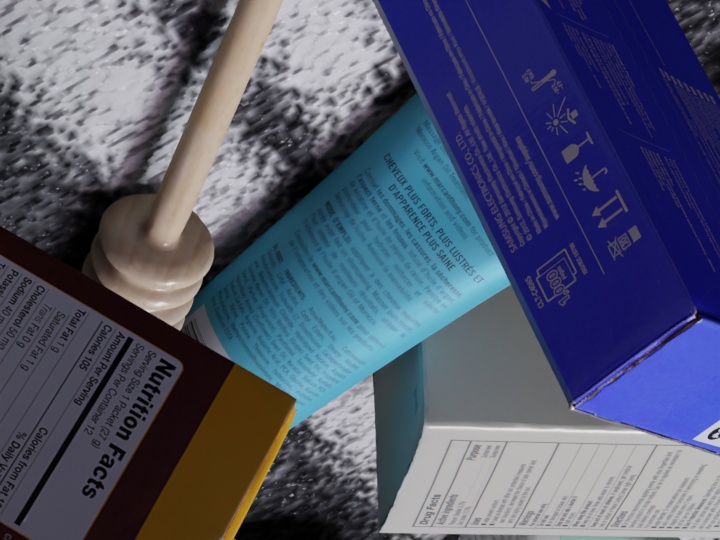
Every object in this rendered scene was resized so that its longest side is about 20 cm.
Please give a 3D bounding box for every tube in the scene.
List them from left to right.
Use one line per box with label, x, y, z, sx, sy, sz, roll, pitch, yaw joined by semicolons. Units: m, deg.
tube;0.000;0.000;0.967;0.200;0.078;0.050;-37;-175;26

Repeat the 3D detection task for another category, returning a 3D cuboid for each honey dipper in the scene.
honey dipper;-0.046;-0.045;0.886;0.038;0.038;0.200;-7;144;-29

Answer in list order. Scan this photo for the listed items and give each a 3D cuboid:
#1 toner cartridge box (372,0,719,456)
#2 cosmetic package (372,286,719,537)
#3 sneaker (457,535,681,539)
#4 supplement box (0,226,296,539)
toner cartridge box;0.055;-0.048;0.788;0.043;0.200;0.095;-37;148;22
cosmetic package;0.109;0.044;1.038;0.199;0.073;0.104;3;154;-9
sneaker;0.062;0.178;1.282;0.118;0.074;0.201;9;134;-37
supplement box;-0.157;0.084;0.804;0.197;0.200;0.133;-58;-178;44
